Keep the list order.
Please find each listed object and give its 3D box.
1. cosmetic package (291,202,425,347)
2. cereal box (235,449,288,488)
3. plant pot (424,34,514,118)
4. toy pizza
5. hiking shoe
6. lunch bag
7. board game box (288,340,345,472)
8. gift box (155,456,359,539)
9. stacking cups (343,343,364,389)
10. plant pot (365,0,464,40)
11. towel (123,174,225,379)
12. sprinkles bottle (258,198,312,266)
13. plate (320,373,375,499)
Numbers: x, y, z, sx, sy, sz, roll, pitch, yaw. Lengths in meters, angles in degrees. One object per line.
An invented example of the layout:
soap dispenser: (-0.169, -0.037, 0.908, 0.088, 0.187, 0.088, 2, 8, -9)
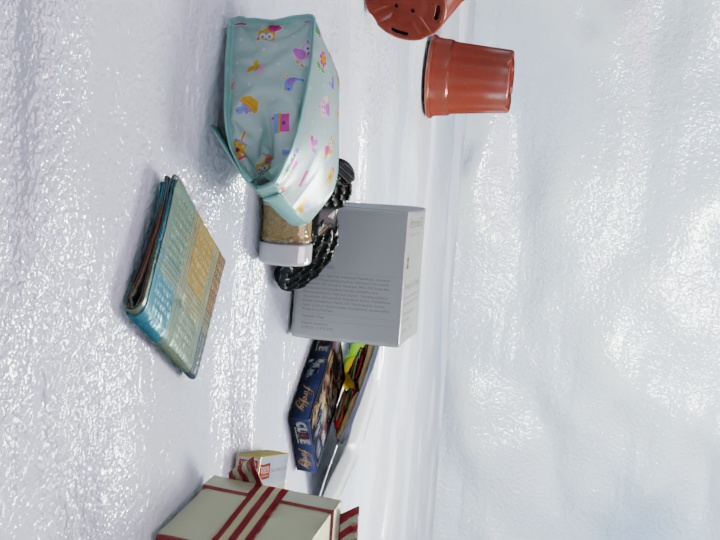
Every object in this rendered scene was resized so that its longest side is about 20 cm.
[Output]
cosmetic package: (0.000, 0.000, 1.561, 0.167, 0.166, 0.201, -20, 115, -77)
cereal box: (-0.141, 0.339, 1.365, 0.144, 0.039, 0.201, 40, 57, -76)
plant pot: (0.267, -0.462, 2.502, 0.201, 0.195, 0.201, 6, 90, -78)
toy pizza: (-0.012, 0.197, 1.752, 0.200, 0.032, 0.201, -159, -90, -89)
hiking shoe: (-0.072, -0.069, 1.398, 0.074, 0.087, 0.200, 7, 113, -45)
lunch bag: (-0.089, -0.160, 1.165, 0.170, 0.122, 0.201, 52, 40, -75)
board game box: (-0.067, 0.202, 1.662, 0.200, 0.035, 0.136, -73, 164, -44)
gift box: (-0.112, 0.328, 1.149, 0.187, 0.184, 0.201, -33, 134, -73)
stacking cups: (0.005, 0.131, 1.941, 0.061, 0.060, 0.200, 84, 13, -45)
plant pot: (0.107, -0.512, 1.798, 0.201, 0.200, 0.195, 85, 24, -43)
towel: (-0.182, 0.013, 1.048, 0.200, 0.022, 0.147, 74, 26, -66)
sprinkles bottle: (-0.089, -0.107, 1.310, 0.068, 0.068, 0.201, -31, 126, -76)
plate: (-0.019, 0.304, 1.807, 0.200, 0.032, 0.200, -70, -179, -53)
